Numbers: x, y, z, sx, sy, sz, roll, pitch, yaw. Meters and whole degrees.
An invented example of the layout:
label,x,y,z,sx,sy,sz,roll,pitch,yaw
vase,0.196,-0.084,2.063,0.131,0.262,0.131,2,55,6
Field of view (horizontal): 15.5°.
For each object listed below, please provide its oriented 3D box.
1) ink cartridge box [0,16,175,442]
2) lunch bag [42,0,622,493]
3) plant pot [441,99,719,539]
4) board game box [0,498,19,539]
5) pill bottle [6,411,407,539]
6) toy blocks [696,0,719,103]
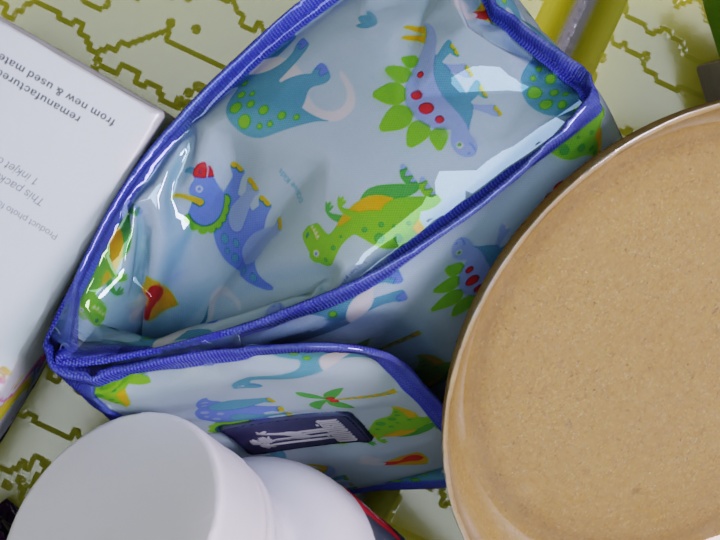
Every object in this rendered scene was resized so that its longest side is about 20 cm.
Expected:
label,x,y,z,sx,sy,sz,roll,pitch,yaw
ink cartridge box,-0.149,0.012,0.944,0.083,0.146,0.200,30,91,-2
lunch bag,0.000,0.000,0.925,0.200,0.170,0.128,-36,63,1
plant pot,0.112,0.029,0.885,0.200,0.027,0.200,-12,121,-21
board game box,-0.087,0.177,0.963,0.032,0.120,0.200,-35,93,6
pill bottle,-0.027,0.134,0.917,0.120,0.120,0.200,-47,133,0
toy blocks,0.216,-0.026,0.990,0.136,0.100,0.200,-18,93,-13
